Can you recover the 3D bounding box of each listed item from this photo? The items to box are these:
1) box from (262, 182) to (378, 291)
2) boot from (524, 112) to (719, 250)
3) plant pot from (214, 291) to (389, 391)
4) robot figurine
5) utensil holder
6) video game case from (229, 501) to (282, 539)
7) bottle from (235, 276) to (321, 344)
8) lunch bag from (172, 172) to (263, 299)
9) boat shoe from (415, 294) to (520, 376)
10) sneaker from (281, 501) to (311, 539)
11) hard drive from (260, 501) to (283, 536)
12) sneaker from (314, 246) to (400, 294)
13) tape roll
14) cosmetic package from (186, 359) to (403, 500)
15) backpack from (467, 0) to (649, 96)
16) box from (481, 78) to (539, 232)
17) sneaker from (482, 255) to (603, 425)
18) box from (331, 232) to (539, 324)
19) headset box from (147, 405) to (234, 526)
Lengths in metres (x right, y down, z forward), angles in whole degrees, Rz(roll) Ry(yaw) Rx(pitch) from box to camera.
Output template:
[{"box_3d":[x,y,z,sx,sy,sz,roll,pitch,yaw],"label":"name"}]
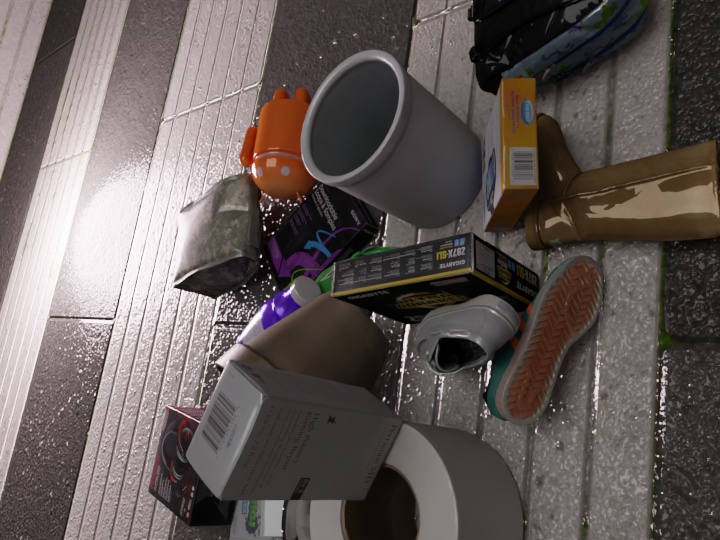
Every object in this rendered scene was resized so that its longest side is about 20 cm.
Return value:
[{"box_3d":[-0.070,-0.052,0.993,0.200,0.036,0.144,-44,50,20],"label":"box"},{"box_3d":[0.282,-0.109,0.671,0.198,0.066,0.178,-8,79,40],"label":"boot"},{"box_3d":[-0.059,0.128,0.793,0.174,0.201,0.199,-46,42,-19],"label":"plant pot"},{"box_3d":[-0.121,-0.208,1.040,0.116,0.142,0.203,-23,57,60],"label":"robot figurine"},{"box_3d":[0.050,-0.160,0.805,0.169,0.199,0.172,-17,63,38],"label":"utensil holder"},{"box_3d":[-0.125,0.327,0.915,0.181,0.024,0.203,-13,66,39],"label":"video game case"},{"box_3d":[-0.127,0.087,0.947,0.200,0.065,0.084,-49,51,37],"label":"bottle"},{"box_3d":[-0.238,-0.061,1.095,0.199,0.117,0.166,-24,58,40],"label":"lunch bag"},{"box_3d":[0.107,0.087,0.702,0.069,0.072,0.200,-47,9,-25],"label":"boat shoe"},{"box_3d":[-0.036,0.335,0.769,0.114,0.076,0.203,4,104,9],"label":"sneaker"},{"box_3d":[-0.075,0.263,0.857,0.130,0.026,0.203,-7,69,18],"label":"hard drive"},{"box_3d":[0.000,0.000,0.874,0.198,0.083,0.075,-17,64,39],"label":"sneaker"},{"box_3d":[0.060,0.274,0.681,0.201,0.138,0.205,-16,65,38],"label":"tape roll"},{"box_3d":[-0.056,0.160,0.592,0.074,0.199,0.103,29,95,45],"label":"cosmetic package"},{"box_3d":[0.243,-0.315,0.737,0.200,0.152,0.165,-36,48,55],"label":"backpack"},{"box_3d":[0.168,-0.121,0.712,0.041,0.200,0.121,0,80,6],"label":"box"},{"box_3d":[0.193,0.071,0.677,0.201,0.071,0.080,-57,13,-10],"label":"sneaker"},{"box_3d":[0.089,0.018,0.732,0.198,0.159,0.050,-11,68,39],"label":"box"},{"box_3d":[-0.274,0.312,1.007,0.199,0.074,0.151,2,78,52],"label":"headset box"}]
